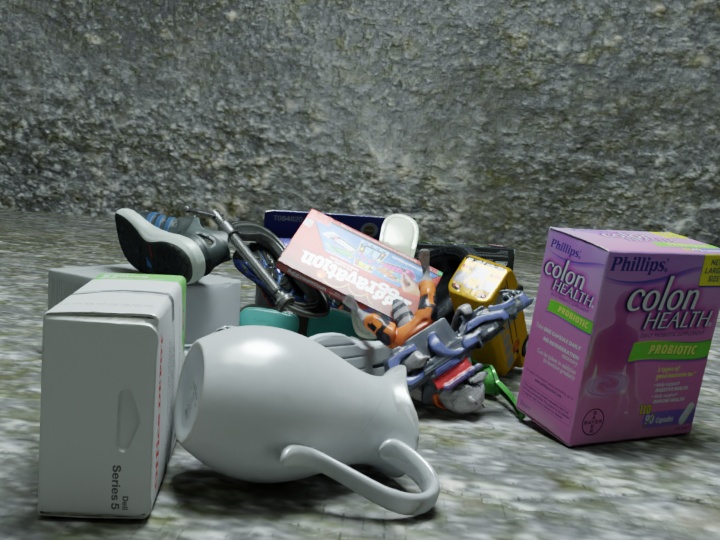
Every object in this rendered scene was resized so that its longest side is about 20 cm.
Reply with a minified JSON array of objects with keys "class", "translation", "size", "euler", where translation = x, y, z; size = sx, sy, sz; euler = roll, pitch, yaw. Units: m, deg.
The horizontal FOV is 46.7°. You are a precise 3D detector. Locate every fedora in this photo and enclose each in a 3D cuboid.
[{"class":"fedora","translation":[0.099,0.057,1.158],"size":[0.199,0.092,0.202],"euler":[-33,25,17]}]

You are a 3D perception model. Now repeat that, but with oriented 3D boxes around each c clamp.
[{"class":"c clamp","translation":[-0.126,-0.007,1.088],"size":[0.200,0.027,0.170],"euler":[47,18,13]}]

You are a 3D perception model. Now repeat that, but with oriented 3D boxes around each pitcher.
[{"class":"pitcher","translation":[-0.040,0.125,0.668],"size":[0.196,0.123,0.172],"euler":[13,18,-24]}]

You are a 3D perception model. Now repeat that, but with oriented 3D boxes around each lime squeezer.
[{"class":"lime squeezer","translation":[0.134,0.129,0.993],"size":[0.070,0.039,0.198],"euler":[-2,11,-42]}]

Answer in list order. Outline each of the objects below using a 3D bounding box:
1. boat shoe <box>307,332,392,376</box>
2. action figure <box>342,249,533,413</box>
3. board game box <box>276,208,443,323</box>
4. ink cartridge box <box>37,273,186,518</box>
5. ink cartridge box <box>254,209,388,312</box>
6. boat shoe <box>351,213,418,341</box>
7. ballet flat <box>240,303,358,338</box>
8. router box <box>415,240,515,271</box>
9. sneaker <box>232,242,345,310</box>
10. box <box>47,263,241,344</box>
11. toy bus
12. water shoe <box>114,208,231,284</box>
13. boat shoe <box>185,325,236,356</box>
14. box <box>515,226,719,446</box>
[{"class":"boat shoe","translation":[-0.028,0.111,0.969],"size":[0.070,0.074,0.199],"euler":[-2,-8,33]},{"class":"action figure","translation":[0.095,0.074,0.948],"size":[0.197,0.105,0.195],"euler":[-23,58,-11]},{"class":"board game box","translation":[0.000,0.000,1.079],"size":[0.197,0.020,0.104],"euler":[26,54,8]},{"class":"ink cartridge box","translation":[-0.192,0.089,0.671],"size":[0.082,0.149,0.200],"euler":[3,7,-6]},{"class":"ink cartridge box","translation":[-0.055,0.009,1.234],"size":[0.195,0.203,0.041],"euler":[2,38,-10]},{"class":"boat shoe","translation":[0.034,0.018,1.129],"size":[0.071,0.204,0.061],"euler":[17,-35,3]},{"class":"ballet flat","translation":[-0.075,0.085,1.141],"size":[0.195,0.069,0.064],"euler":[8,-23,7]},{"class":"router box","translation":[0.135,0.034,1.288],"size":[0.195,0.154,0.062],"euler":[3,7,-13]},{"class":"sneaker","translation":[-0.108,0.039,1.178],"size":[0.199,0.078,0.076],"euler":[42,25,-26]},{"class":"box","translation":[-0.269,0.058,1.035],"size":[0.197,0.109,0.151],"euler":[9,8,37]},{"class":"toy bus","translation":[0.169,0.066,1.069],"size":[0.064,0.079,0.202],"euler":[19,-31,31]},{"class":"water shoe","translation":[-0.229,-0.033,1.015],"size":[0.078,0.073,0.198],"euler":[-22,32,-36]},{"class":"boat shoe","translation":[-0.153,0.098,0.935],"size":[0.071,0.070,0.198],"euler":[9,9,36]},{"class":"box","translation":[0.275,0.066,0.877],"size":[0.172,0.205,0.096],"euler":[1,15,-27]}]
